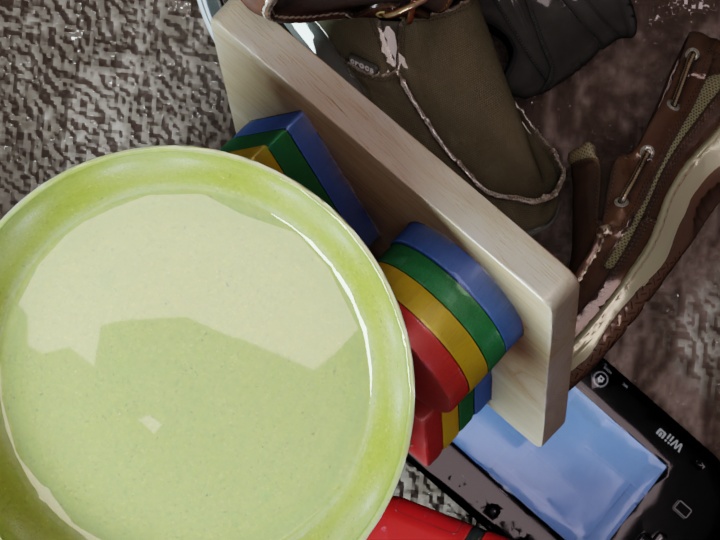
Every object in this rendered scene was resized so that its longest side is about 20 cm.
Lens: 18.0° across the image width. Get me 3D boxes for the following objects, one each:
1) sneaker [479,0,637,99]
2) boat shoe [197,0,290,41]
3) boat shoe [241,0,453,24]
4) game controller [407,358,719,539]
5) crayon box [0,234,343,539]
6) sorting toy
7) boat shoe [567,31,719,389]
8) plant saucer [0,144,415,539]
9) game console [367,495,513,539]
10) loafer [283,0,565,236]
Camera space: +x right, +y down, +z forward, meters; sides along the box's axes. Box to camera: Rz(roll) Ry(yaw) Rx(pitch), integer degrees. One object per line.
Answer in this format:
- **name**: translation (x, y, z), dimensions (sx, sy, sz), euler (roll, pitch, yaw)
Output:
- **sneaker**: translation (0.047, -0.172, 1.130), dimensions (0.091, 0.076, 0.200), euler (-41, 89, 7)
- **boat shoe**: translation (-0.013, -0.090, 1.136), dimensions (0.068, 0.057, 0.200), euler (-37, 91, 1)
- **boat shoe**: translation (0.020, -0.146, 1.009), dimensions (0.070, 0.200, 0.070), euler (51, 133, 8)
- **game controller**: translation (0.093, 0.088, 1.148), dimensions (0.200, 0.042, 0.104), euler (41, 91, -1)
- **crayon box**: translation (-0.086, 0.054, 1.067), dimensions (0.172, 0.200, 0.058), euler (42, 92, -1)
- **sorting toy**: translation (0.000, 0.000, 1.038), dimensions (0.200, 0.199, 0.070), euler (41, 76, 17)
- **boat shoe**: translation (0.131, -0.032, 1.131), dimensions (0.075, 0.075, 0.203), euler (37, 75, 4)
- **plant saucer**: translation (-0.075, 0.047, 0.947), dimensions (0.198, 0.031, 0.202), euler (1, 97, 5)
- **game console**: translation (0.059, 0.235, 1.106), dimensions (0.171, 0.119, 0.201), euler (18, 82, 24)
- **loafer**: translation (0.030, -0.100, 1.087), dimensions (0.200, 0.075, 0.070), euler (47, 133, -3)
